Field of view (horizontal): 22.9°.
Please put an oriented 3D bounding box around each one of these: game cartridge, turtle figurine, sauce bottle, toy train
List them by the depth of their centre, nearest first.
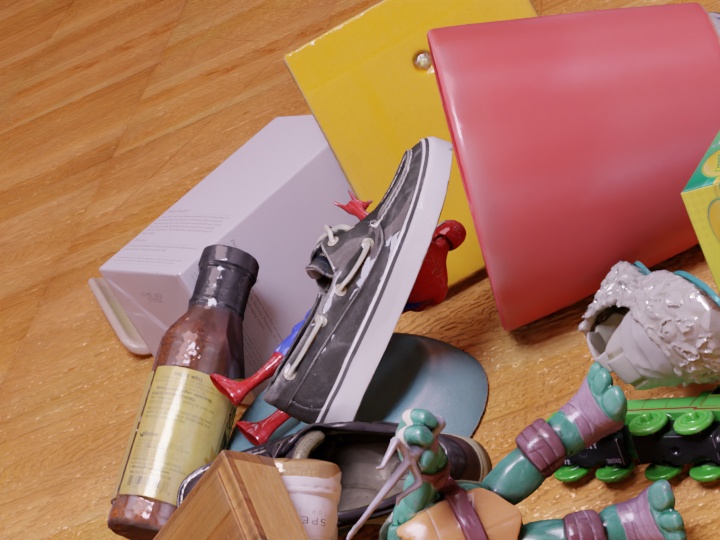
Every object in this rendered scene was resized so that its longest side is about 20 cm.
[{"bbox_3d":[0.056,0.134,0.900,0.198,0.151,0.101,-25,5,-10],"label":"turtle figurine"},{"bbox_3d":[0.182,0.086,0.952,0.199,0.042,0.056,-6,24,42],"label":"toy train"},{"bbox_3d":[-0.109,0.080,1.159,0.066,0.066,0.202,-5,61,43],"label":"sauce bottle"},{"bbox_3d":[0.067,-0.105,1.259,0.175,0.201,0.032,-28,2,0],"label":"game cartridge"}]

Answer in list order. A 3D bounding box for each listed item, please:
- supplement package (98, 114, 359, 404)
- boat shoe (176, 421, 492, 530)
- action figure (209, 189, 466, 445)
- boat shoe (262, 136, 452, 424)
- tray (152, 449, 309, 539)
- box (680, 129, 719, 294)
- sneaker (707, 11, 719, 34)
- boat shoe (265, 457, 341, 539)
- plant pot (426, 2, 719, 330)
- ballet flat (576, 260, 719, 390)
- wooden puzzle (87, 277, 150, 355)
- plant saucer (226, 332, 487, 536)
[{"bbox_3d":[-0.067,-0.012,1.312,0.200,0.120,0.121,-43,25,-27],"label":"supplement package"},{"bbox_3d":[-0.024,0.119,1.036,0.198,0.065,0.074,-12,60,19],"label":"boat shoe"},{"bbox_3d":[-0.019,0.022,1.173,0.199,0.066,0.099,-37,35,-16],"label":"action figure"},{"bbox_3d":[0.000,0.000,1.096,0.071,0.063,0.202,129,164,-73],"label":"boat shoe"},{"bbox_3d":[-0.093,0.193,0.864,0.200,0.037,0.099,-51,45,24],"label":"tray"},{"bbox_3d":[0.234,-0.027,0.985,0.048,0.118,0.200,-15,19,30],"label":"box"},{"bbox_3d":[0.269,-0.147,1.252,0.198,0.081,0.116,-15,30,32],"label":"sneaker"},{"bbox_3d":[-0.045,0.159,0.951,0.070,0.200,0.070,0,68,-3],"label":"boat shoe"},{"bbox_3d":[0.150,-0.080,1.140,0.175,0.202,0.201,-15,26,4],"label":"plant pot"},{"bbox_3d":[0.165,0.039,1.002,0.071,0.072,0.200,-29,4,-1],"label":"ballet flat"},{"bbox_3d":[-0.132,-0.018,1.497,0.199,0.037,0.185,-33,24,-7],"label":"wooden puzzle"},{"bbox_3d":[-0.014,0.098,1.146,0.198,0.036,0.201,-24,25,12],"label":"plant saucer"}]
